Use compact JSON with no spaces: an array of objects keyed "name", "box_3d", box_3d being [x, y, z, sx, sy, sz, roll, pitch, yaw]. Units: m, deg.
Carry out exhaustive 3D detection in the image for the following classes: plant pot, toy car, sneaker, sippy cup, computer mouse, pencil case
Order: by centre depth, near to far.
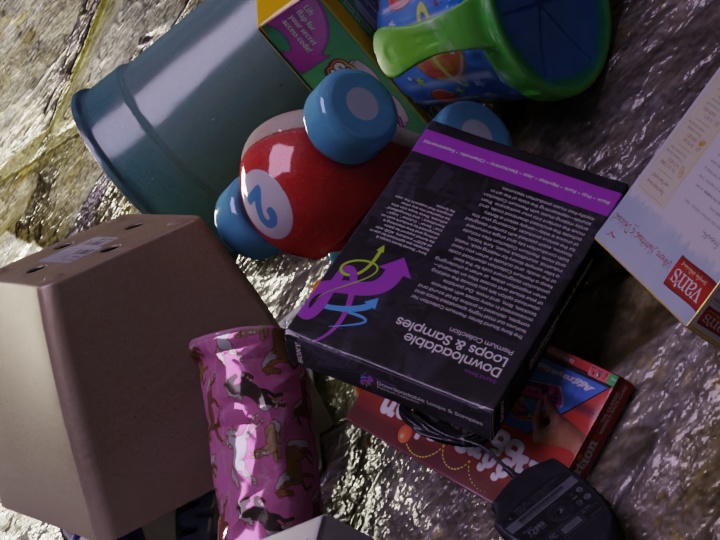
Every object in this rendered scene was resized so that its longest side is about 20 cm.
[{"name":"computer mouse","box_3d":[0.086,0.123,1.182,0.058,0.034,0.200,-35,39,-12]},{"name":"pencil case","box_3d":[-0.068,0.135,1.363,0.086,0.083,0.201,-11,76,19]},{"name":"toy car","box_3d":[0.000,0.000,1.391,0.184,0.176,0.201,-43,40,51]},{"name":"sippy cup","box_3d":[0.085,-0.175,1.418,0.130,0.177,0.141,-12,63,45]},{"name":"sneaker","box_3d":[-0.166,0.229,1.465,0.200,0.114,0.081,-81,-10,-48]},{"name":"plant pot","box_3d":[-0.171,0.063,1.480,0.199,0.178,0.199,-25,15,-28]},{"name":"plant pot","box_3d":[-0.109,-0.143,1.718,0.196,0.200,0.201,-43,29,15]}]

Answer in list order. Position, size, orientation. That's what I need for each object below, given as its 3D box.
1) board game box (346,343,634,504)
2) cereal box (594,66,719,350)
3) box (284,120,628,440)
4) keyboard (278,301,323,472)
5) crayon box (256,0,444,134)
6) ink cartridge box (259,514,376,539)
[{"name":"board game box","box_3d":[0.076,0.083,1.261,0.200,0.019,0.103,24,85,51]},{"name":"cereal box","box_3d":[0.230,-0.065,1.170,0.201,0.039,0.144,-55,25,10]},{"name":"box","box_3d":[0.062,0.001,1.253,0.142,0.036,0.200,20,53,21]},{"name":"keyboard","box_3d":[-0.055,0.101,1.543,0.056,0.011,0.201,-47,28,25]},{"name":"crayon box","box_3d":[-0.001,-0.172,1.514,0.058,0.200,0.173,-30,34,20]},{"name":"ink cartridge box","box_3d":[-0.031,0.229,1.202,0.200,0.146,0.085,-29,39,48]}]
